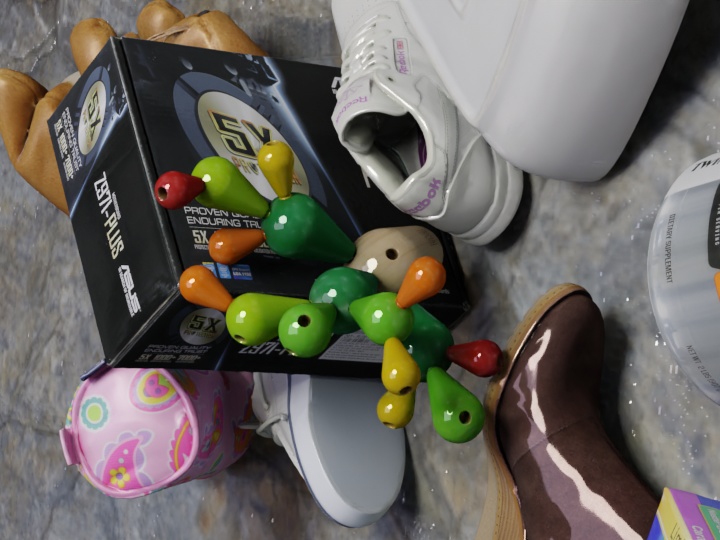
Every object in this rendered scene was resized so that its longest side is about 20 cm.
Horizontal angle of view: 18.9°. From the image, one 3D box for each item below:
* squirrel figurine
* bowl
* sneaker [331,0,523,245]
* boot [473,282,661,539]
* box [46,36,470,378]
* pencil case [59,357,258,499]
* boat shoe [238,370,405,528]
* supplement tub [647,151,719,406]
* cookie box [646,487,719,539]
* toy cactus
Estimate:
[{"bbox_3d":[-0.118,-0.075,1.390,0.186,0.141,0.202,-11,91,41],"label":"squirrel figurine"},{"bbox_3d":[0.080,-0.164,1.113,0.200,0.074,0.201,110,143,-48],"label":"bowl"},{"bbox_3d":[0.022,-0.108,1.207,0.075,0.099,0.201,-46,52,30],"label":"sneaker"},{"bbox_3d":[0.135,0.121,1.078,0.166,0.072,0.202,19,100,40],"label":"boot"},{"bbox_3d":[-0.057,-0.032,1.220,0.086,0.199,0.165,-44,52,42],"label":"box"},{"bbox_3d":[-0.117,0.088,1.297,0.087,0.200,0.088,0,90,9],"label":"pencil case"},{"bbox_3d":[-0.037,0.076,1.286,0.086,0.074,0.203,-47,49,38],"label":"boat shoe"},{"bbox_3d":[0.228,-0.010,0.906,0.199,0.122,0.124,-17,72,51],"label":"supplement tub"},{"bbox_3d":[0.146,0.222,0.938,0.171,0.075,0.201,-97,24,-74],"label":"cookie box"},{"bbox_3d":[0.000,0.000,1.112,0.199,0.165,0.103,33,114,13],"label":"toy cactus"}]
